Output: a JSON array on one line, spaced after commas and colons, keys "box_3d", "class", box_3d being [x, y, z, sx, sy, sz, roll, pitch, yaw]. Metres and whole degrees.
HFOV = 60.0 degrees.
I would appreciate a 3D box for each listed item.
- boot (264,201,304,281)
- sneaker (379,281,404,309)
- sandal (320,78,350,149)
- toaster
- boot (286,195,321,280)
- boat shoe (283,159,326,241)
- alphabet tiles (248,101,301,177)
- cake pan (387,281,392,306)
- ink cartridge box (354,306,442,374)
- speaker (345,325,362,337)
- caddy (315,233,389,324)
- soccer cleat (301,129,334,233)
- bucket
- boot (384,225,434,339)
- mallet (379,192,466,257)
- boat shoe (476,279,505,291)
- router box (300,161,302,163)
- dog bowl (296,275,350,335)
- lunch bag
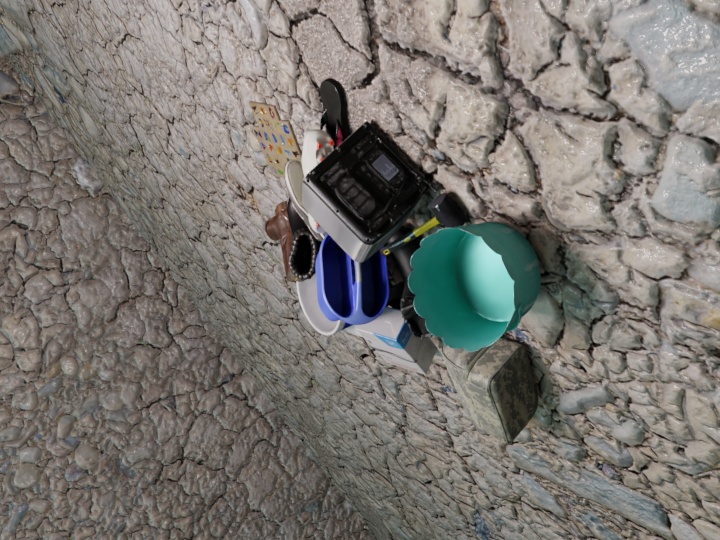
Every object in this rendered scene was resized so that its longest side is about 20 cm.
[{"box_3d": [-0.194, -0.047, 1.619, 0.187, 0.062, 0.205, 124, 134, -62], "class": "boot"}, {"box_3d": [0.104, 0.081, 1.349, 0.059, 0.199, 0.107, -22, 84, 20], "class": "sneaker"}, {"box_3d": [-0.054, -0.272, 1.214, 0.074, 0.045, 0.203, 29, 148, 32], "class": "sandal"}, {"box_3d": [0.014, -0.138, 1.143, 0.200, 0.181, 0.119, 44, 160, 6], "class": "toaster"}, {"box_3d": [-0.131, -0.088, 1.425, 0.158, 0.077, 0.217, -14, -93, -82], "class": "boot"}, {"box_3d": [-0.111, -0.136, 1.290, 0.056, 0.067, 0.202, 4, 134, 48], "class": "boat shoe"}, {"box_3d": [-0.193, -0.295, 1.449, 0.165, 0.008, 0.203, 23, 144, 43], "class": "alphabet tiles"}, {"box_3d": [0.000, 0.000, 1.400, 0.199, 0.037, 0.201, 40, -168, -10], "class": "cake pan"}, {"box_3d": [0.087, 0.157, 1.339, 0.114, 0.069, 0.200, 12, 154, 39], "class": "ink cartridge box"}, {"box_3d": [0.040, 0.139, 1.590, 0.197, 0.081, 0.082, 9, 136, 52], "class": "speaker"}, {"box_3d": [-0.017, 0.009, 1.234, 0.105, 0.137, 0.207, 138, 129, -66], "class": "caddy"}, {"box_3d": [-0.082, -0.177, 1.235, 0.077, 0.068, 0.206, 32, 128, 50], "class": "soccer cleat"}, {"box_3d": [0.194, 0.019, 1.041, 0.203, 0.133, 0.214, 13, 109, 39], "class": "bucket"}, {"box_3d": [0.102, 0.025, 1.235, 0.072, 0.164, 0.200, -25, 114, 26], "class": "boot"}, {"box_3d": [0.101, -0.080, 1.156, 0.197, 0.042, 0.066, -22, 117, 38], "class": "mallet"}, {"box_3d": [0.224, 0.046, 1.183, 0.066, 0.072, 0.198, 57, 148, -10], "class": "boat shoe"}, {"box_3d": [-0.048, -0.135, 1.331, 0.199, 0.051, 0.150, 40, 153, 13], "class": "router box"}, {"box_3d": [-0.080, 0.055, 1.586, 0.198, 0.077, 0.206, 27, 125, 46], "class": "dog bowl"}, {"box_3d": [0.259, 0.228, 1.295, 0.165, 0.139, 0.203, 15, 139, 47], "class": "lunch bag"}]
